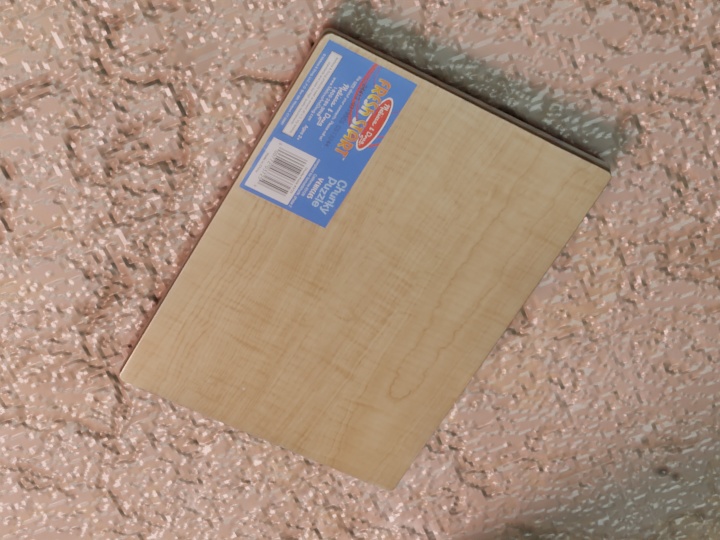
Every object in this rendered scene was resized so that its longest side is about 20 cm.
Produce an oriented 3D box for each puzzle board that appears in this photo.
[{"bbox_3d":[0.000,0.000,0.886,0.150,0.017,0.200,24,115,-18],"label":"puzzle board"}]
